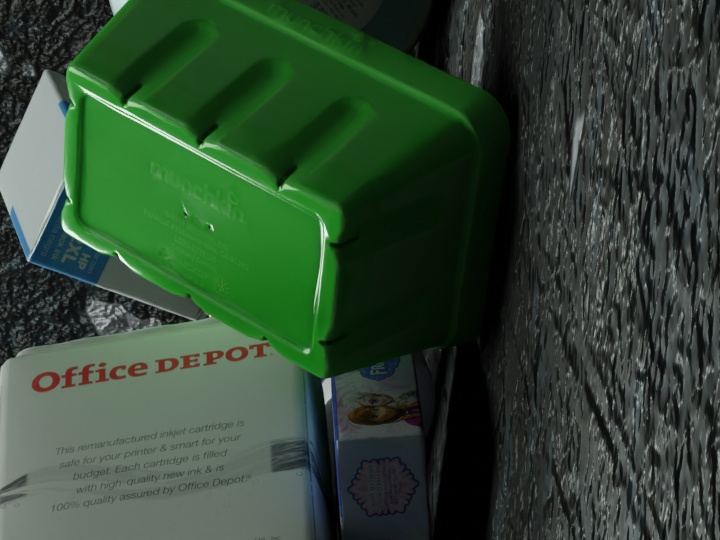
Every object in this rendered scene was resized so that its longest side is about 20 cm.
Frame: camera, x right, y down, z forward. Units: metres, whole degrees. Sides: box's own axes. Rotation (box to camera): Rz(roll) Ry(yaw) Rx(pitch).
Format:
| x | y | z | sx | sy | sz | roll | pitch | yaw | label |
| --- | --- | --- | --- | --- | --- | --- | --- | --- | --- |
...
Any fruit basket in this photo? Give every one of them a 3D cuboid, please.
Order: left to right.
| x | y | z | sx | sy | sz | roll | pitch | yaw | label |
| --- | --- | --- | --- | --- | --- | --- | --- | --- | --- |
| -0.013 | -0.054 | 1.166 | 0.216 | 0.214 | 0.156 | -92 | 7 | -54 | fruit basket |

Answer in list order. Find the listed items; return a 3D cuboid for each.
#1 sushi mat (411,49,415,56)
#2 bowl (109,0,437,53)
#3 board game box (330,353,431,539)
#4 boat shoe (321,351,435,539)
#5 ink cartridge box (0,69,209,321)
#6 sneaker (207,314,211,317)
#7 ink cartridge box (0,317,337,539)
| x | y | z | sx | sy | sz | roll | pitch | yaw | label |
| --- | --- | --- | --- | --- | --- | --- | --- | --- | --- |
| -0.049 | -0.143 | 1.518 | 0.012 | 0.199 | 0.096 | 47 | 143 | 41 | sushi mat |
| -0.032 | -0.169 | 1.425 | 0.105 | 0.200 | 0.202 | 46 | 140 | 43 | bowl |
| 0.011 | 0.123 | 1.190 | 0.200 | 0.041 | 0.201 | -95 | 1 | -68 | board game box |
| -0.013 | 0.092 | 1.371 | 0.201 | 0.072 | 0.066 | 107 | 153 | -48 | boat shoe |
| -0.110 | -0.033 | 1.560 | 0.084 | 0.199 | 0.145 | -64 | 23 | 13 | ink cartridge box |
| -0.030 | -0.010 | 1.351 | 0.200 | 0.070 | 0.109 | -151 | 83 | -81 | sneaker |
| -0.083 | 0.126 | 1.123 | 0.083 | 0.146 | 0.201 | 76 | -173 | -47 | ink cartridge box |
